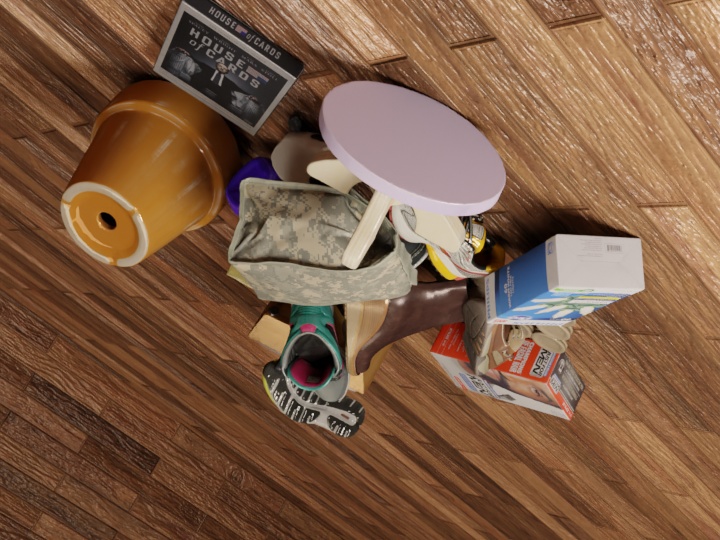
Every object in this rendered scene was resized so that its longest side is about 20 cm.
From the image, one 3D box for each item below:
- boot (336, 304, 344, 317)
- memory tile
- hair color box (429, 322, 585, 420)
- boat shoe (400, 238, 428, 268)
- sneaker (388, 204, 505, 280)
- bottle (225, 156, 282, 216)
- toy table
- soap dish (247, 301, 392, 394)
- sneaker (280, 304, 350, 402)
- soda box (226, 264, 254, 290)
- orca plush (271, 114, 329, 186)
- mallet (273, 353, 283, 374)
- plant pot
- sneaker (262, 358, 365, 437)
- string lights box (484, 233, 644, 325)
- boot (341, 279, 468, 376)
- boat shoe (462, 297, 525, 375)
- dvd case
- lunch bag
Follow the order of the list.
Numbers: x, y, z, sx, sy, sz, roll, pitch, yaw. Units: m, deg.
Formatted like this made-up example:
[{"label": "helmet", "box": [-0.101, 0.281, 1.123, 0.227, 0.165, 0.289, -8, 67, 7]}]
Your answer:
[{"label": "boot", "box": [0.000, 0.000, 1.563, 0.075, 0.107, 0.200, 58, 178, 30]}, {"label": "memory tile", "box": [0.189, 0.041, 1.513, 0.198, 0.017, 0.154, 25, 159, 14]}, {"label": "hair color box", "box": [0.211, 0.142, 1.653, 0.199, 0.064, 0.111, 11, 153, 38]}, {"label": "boat shoe", "box": [-0.007, -0.013, 1.434, 0.060, 0.198, 0.076, 57, -168, -77]}, {"label": "sneaker", "box": [0.103, -0.057, 1.332, 0.082, 0.079, 0.200, 1, 154, 40]}, {"label": "bottle", "box": [-0.092, -0.075, 1.516, 0.200, 0.084, 0.065, 35, -166, -51]}, {"label": "toy table", "box": [0.040, -0.096, 1.182, 0.199, 0.184, 0.117, 38, 146, 11]}, {"label": "soap dish", "box": [-0.047, 0.076, 1.730, 0.198, 0.158, 0.082, 25, 143, 10]}, {"label": "sneaker", "box": [-0.057, 0.131, 1.565, 0.083, 0.121, 0.202, -6, 126, 10]}, {"label": "soda box", "box": [-0.122, -0.018, 1.594, 0.067, 0.064, 0.200, 28, -171, 4]}, {"label": "orca plush", "box": [-0.037, -0.142, 1.355, 0.200, 0.070, 0.106, -32, 72, 63]}, {"label": "mallet", "box": [-0.079, 0.054, 1.646, 0.041, 0.201, 0.066, 15, 145, 18]}, {"label": "plant pot", "box": [-0.277, -0.107, 1.449, 0.198, 0.184, 0.202, 14, 132, 16]}, {"label": "sneaker", "box": [-0.085, 0.186, 1.712, 0.090, 0.079, 0.200, 24, 168, 50]}, {"label": "string lights box", "box": [0.223, 0.014, 1.284, 0.102, 0.060, 0.200, 2, 166, -15]}, {"label": "boot", "box": [0.059, 0.077, 1.536, 0.164, 0.073, 0.201, -4, 146, -4]}, {"label": "boat shoe", "box": [0.176, 0.078, 1.503, 0.071, 0.076, 0.200, -16, 162, -3]}, {"label": "dvd case", "box": [-0.156, -0.234, 1.318, 0.150, 0.025, 0.200, 33, 160, -10]}, {"label": "lunch bag", "box": [-0.035, -0.026, 1.324, 0.198, 0.119, 0.164, 6, 164, 10]}]
